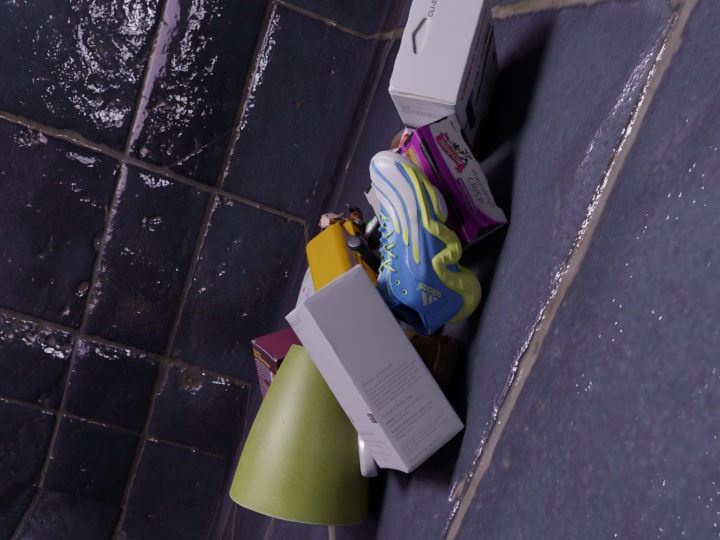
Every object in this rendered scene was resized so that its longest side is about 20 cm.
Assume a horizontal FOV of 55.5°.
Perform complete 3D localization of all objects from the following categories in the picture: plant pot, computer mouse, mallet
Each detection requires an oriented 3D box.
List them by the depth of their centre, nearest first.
[{"bbox_3d":[0.029,0.011,0.805,0.065,0.200,0.042,20,74,43],"label":"mallet"},{"bbox_3d":[-0.064,0.205,0.905,0.187,0.183,0.204,162,117,-76],"label":"plant pot"},{"bbox_3d":[0.000,0.000,1.006,0.202,0.043,0.110,-58,-5,11],"label":"computer mouse"}]

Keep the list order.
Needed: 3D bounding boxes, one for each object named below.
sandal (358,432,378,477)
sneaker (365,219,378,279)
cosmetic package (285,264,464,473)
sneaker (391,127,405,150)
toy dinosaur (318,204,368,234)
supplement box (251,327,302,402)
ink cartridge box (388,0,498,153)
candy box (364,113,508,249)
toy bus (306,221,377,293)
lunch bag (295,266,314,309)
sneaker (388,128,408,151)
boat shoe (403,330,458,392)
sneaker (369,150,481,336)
[{"bbox_3d":[0.031,0.200,0.863,0.203,0.049,0.084,-66,-28,-74],"label":"sandal"},{"bbox_3d":[0.040,-0.030,1.081,0.078,0.084,0.203,132,153,-65],"label":"sneaker"},{"bbox_3d":[0.010,0.105,0.727,0.081,0.202,0.113,-34,-3,-19],"label":"cosmetic package"},{"bbox_3d":[0.080,-0.171,1.199,0.200,0.069,0.077,121,144,-61],"label":"sneaker"},{"bbox_3d":[-0.002,-0.031,1.123,0.101,0.197,0.139,0,79,53],"label":"toy dinosaur"},{"bbox_3d":[-0.094,0.200,1.037,0.110,0.084,0.204,20,121,61],"label":"supplement box"},{"bbox_3d":[0.109,-0.235,0.840,0.200,0.082,0.147,37,-112,-70],"label":"ink cartridge box"},{"bbox_3d":[0.083,-0.078,0.824,0.138,0.060,0.200,64,159,5],"label":"candy box"},{"bbox_3d":[-0.022,0.011,0.893,0.065,0.078,0.202,-36,42,19],"label":"toy bus"},{"bbox_3d":[-0.068,0.075,1.370,0.171,0.120,0.204,-107,30,-72],"label":"lunch bag"},{"bbox_3d":[0.077,-0.172,1.036,0.108,0.066,0.205,44,-131,-57],"label":"sneaker"},{"bbox_3d":[0.055,0.107,0.821,0.200,0.073,0.077,150,136,-74],"label":"boat shoe"},{"bbox_3d":[0.050,-0.021,0.719,0.105,0.202,0.075,-37,9,-28],"label":"sneaker"}]
